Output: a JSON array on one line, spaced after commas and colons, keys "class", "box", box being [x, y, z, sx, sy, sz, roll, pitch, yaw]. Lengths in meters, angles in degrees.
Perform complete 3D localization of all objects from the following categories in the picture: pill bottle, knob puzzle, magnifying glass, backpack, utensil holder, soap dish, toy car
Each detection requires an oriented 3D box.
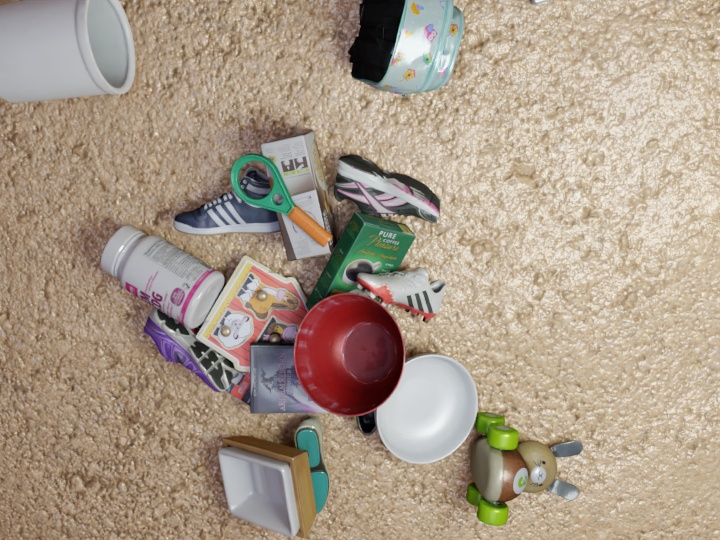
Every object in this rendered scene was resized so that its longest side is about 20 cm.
[{"class": "pill bottle", "box": [-0.355, 0.008, 1.370, 0.199, 0.113, 0.114, 30, 106, 8]}, {"class": "knob puzzle", "box": [-0.172, 0.099, 1.395, 0.217, 0.030, 0.223, -1, 96, -9]}, {"class": "magnifying glass", "box": [-0.128, -0.112, 1.253, 0.200, 0.022, 0.080, 41, 108, 0]}, {"class": "backpack", "box": [0.074, -0.360, 1.190, 0.152, 0.200, 0.178, 14, 104, -14]}, {"class": "utensil holder", "box": [-0.503, -0.370, 1.274, 0.197, 0.170, 0.172, -4, 104, 11]}, {"class": "soap dish", "box": [-0.172, 0.396, 1.430, 0.198, 0.081, 0.159, 3, 107, 41]}, {"class": "toy car", "box": [0.305, 0.359, 1.378, 0.197, 0.158, 0.166, 6, 95, -7]}]

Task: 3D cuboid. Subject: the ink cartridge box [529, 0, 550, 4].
[{"class": "ink cartridge box", "box": [0.348, -0.524, 1.196, 0.198, 0.050, 0.164, -13, 102, 13]}]

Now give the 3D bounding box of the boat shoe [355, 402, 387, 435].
[{"class": "boat shoe", "box": [0.029, 0.204, 1.407, 0.071, 0.061, 0.204, 8, 105, 3]}]

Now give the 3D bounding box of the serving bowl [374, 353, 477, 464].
[{"class": "serving bowl", "box": [0.111, 0.242, 1.388, 0.198, 0.066, 0.203, -3, 101, -18]}]

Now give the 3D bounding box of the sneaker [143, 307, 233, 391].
[{"class": "sneaker", "box": [-0.318, 0.150, 1.418, 0.200, 0.081, 0.084, 45, 121, 3]}]

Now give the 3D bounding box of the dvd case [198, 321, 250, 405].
[{"class": "dvd case", "box": [-0.243, 0.154, 1.447, 0.199, 0.022, 0.147, 31, 105, -3]}]

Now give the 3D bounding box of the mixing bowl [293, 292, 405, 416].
[{"class": "mixing bowl", "box": [-0.003, 0.142, 1.298, 0.198, 0.108, 0.203, -2, 84, 21]}]

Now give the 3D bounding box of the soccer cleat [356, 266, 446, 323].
[{"class": "soccer cleat", "box": [0.073, 0.026, 1.318, 0.199, 0.068, 0.086, 24, 97, -40]}]

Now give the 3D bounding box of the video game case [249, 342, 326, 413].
[{"class": "video game case", "box": [-0.104, 0.199, 1.412, 0.197, 0.019, 0.145, 0, 113, -7]}]

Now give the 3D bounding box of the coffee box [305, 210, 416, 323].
[{"class": "coffee box", "box": [0.000, 0.000, 1.327, 0.122, 0.044, 0.201, 9, 120, -36]}]

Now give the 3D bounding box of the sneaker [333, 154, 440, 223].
[{"class": "sneaker", "box": [0.044, -0.125, 1.326, 0.198, 0.080, 0.087, 27, 118, 7]}]

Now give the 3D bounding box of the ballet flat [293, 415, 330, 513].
[{"class": "ballet flat", "box": [-0.093, 0.369, 1.462, 0.069, 0.070, 0.202, 3, 110, 6]}]

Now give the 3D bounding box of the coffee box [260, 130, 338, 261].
[{"class": "coffee box", "box": [-0.101, -0.129, 1.312, 0.079, 0.114, 0.202, -10, 102, 9]}]

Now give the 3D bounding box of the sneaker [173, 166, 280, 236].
[{"class": "sneaker", "box": [-0.234, -0.122, 1.345, 0.197, 0.070, 0.110, -1, 115, 0]}]
